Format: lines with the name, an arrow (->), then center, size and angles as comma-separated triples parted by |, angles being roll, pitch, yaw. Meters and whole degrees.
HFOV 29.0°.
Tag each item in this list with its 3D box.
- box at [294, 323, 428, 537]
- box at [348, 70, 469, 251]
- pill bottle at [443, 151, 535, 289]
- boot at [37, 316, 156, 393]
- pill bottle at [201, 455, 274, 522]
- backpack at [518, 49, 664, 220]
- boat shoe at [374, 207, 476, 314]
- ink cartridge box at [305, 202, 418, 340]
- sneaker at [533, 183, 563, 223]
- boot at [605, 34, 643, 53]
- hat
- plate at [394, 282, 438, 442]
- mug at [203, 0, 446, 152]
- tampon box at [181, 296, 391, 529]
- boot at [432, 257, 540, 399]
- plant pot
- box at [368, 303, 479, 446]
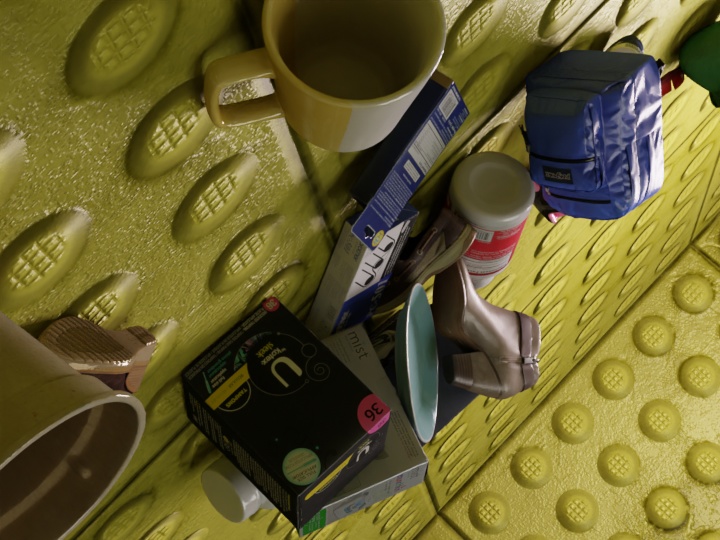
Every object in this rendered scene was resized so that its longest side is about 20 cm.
box -> -0.036, 0.195, 1.724 | 0.175, 0.201, 0.097 | -22, 158, -13
box -> 0.048, -0.121, 1.573 | 0.201, 0.032, 0.121 | -56, 163, -2
pill bottle -> 0.161, -0.060, 1.871 | 0.112, 0.112, 0.200 | -39, 161, -26
boot -> -0.275, 0.127, 1.295 | 0.167, 0.072, 0.200 | -53, 166, 9
pill bottle -> -0.112, 0.245, 1.848 | 0.200, 0.111, 0.111 | -35, 159, -36
backpack -> 0.290, -0.162, 1.785 | 0.167, 0.162, 0.201 | -34, 124, -35
boat shoe -> 0.061, -0.016, 1.813 | 0.200, 0.072, 0.072 | -37, -162, 38
ink cartridge box -> 0.000, 0.000, 1.727 | 0.094, 0.044, 0.201 | -32, 156, -38
sneaker -> 0.306, -0.125, 2.031 | 0.079, 0.096, 0.200 | -36, 178, -23
boot -> 0.325, -0.243, 1.953 | 0.200, 0.073, 0.090 | -44, -176, 25
hat -> 0.524, -0.358, 2.263 | 0.166, 0.175, 0.201 | 108, -8, -49
plate -> 0.069, 0.116, 1.759 | 0.200, 0.025, 0.202 | -3, 90, -77
mug -> -0.029, -0.180, 1.186 | 0.153, 0.185, 0.151 | 107, -3, -71
tampon box -> -0.087, 0.165, 1.613 | 0.150, 0.200, 0.127 | -41, 162, -21
boot -> 0.174, 0.072, 1.864 | 0.145, 0.202, 0.070 | -1, -179, -31
plant pot -> -0.293, 0.107, 1.025 | 0.200, 0.183, 0.201 | -43, 162, -17
box -> 0.066, 0.149, 1.944 | 0.200, 0.124, 0.196 | -39, -167, -27
